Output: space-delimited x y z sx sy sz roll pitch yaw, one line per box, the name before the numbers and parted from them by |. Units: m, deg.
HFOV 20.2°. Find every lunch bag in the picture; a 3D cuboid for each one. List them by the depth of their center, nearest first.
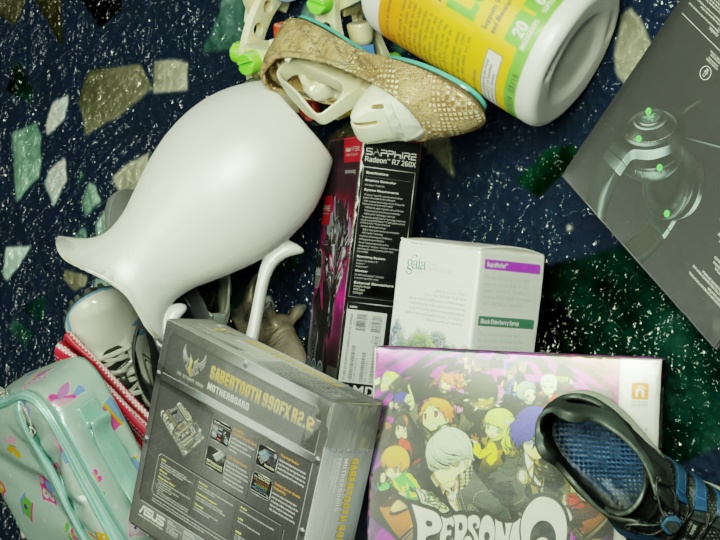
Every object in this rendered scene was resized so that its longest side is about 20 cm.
lunch bag | -0.225 0.169 1.605 0.160 0.077 0.201 -18 103 58

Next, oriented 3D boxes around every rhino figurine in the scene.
rhino figurine | -0.068 0.100 1.593 0.087 0.059 0.202 -23 69 46

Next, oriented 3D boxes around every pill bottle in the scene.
pill bottle | 0.071 -0.195 1.406 0.199 0.111 0.112 33 110 20

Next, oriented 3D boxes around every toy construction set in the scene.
toy construction set | -0.041 -0.187 1.571 0.199 0.091 0.133 24 124 50

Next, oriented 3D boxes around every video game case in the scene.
video game case | 0.103 0.145 1.360 0.198 0.036 0.184 3 89 12

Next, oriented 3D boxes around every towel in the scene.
towel | -0.206 0.154 1.663 0.145 0.022 0.201 43 148 19

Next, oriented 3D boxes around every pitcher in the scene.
pitcher | -0.103 -0.027 1.522 0.200 0.121 0.172 -43 96 -1

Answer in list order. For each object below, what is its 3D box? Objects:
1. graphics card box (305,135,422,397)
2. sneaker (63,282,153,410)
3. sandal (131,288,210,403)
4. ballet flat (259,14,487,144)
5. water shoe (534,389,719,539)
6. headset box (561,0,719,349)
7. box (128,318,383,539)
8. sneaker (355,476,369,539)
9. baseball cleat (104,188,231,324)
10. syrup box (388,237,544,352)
graphics card box | 0.000 0.000 1.504 0.125 0.050 0.202 -167 83 -77
sneaker | -0.199 0.084 1.669 0.201 0.071 0.073 87 157 -51
sandal | -0.148 0.089 1.595 0.076 0.043 0.202 7 108 49
ballet flat | 0.003 -0.123 1.438 0.199 0.071 0.065 25 68 42
water shoe | 0.188 0.157 1.277 0.199 0.079 0.072 38 106 15
headset box | 0.245 -0.068 1.271 0.174 0.092 0.201 51 120 35
box | -0.078 0.137 1.423 0.199 0.048 0.160 22 103 46
sneaker | -0.043 0.229 1.514 0.146 0.080 0.201 44 108 17
baseball cleat | -0.151 -0.017 1.667 0.201 0.069 0.107 56 139 33
syrup box | 0.070 0.080 1.440 0.078 0.081 0.202 7 90 42
